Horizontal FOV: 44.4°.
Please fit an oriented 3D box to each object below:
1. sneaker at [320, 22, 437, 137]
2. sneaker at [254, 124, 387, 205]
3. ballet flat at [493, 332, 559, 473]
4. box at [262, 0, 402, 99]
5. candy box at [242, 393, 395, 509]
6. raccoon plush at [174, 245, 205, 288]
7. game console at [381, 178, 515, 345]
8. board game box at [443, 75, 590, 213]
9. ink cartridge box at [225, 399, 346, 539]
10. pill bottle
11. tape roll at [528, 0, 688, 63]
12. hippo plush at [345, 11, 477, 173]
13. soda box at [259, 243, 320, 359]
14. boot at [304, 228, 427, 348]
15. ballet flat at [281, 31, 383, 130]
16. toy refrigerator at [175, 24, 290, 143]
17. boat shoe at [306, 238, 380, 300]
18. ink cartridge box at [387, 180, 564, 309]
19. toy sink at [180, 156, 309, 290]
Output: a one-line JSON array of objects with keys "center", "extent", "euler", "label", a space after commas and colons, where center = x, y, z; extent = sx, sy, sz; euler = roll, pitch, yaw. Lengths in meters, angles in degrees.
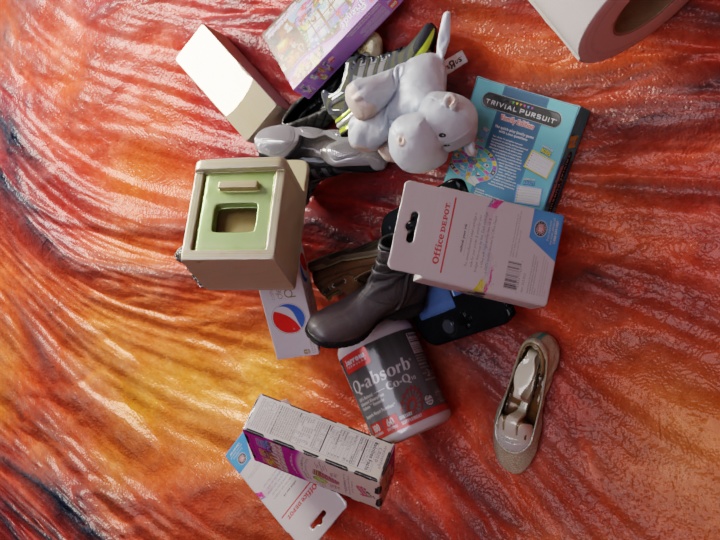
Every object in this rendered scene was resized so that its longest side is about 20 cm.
[{"center": [0.024, -0.279, 1.236], "extent": [0.200, 0.074, 0.081], "euler": [-41, 92, 14], "label": "sneaker"}, {"center": [-0.059, -0.147, 1.311], "extent": [0.199, 0.076, 0.114], "euler": [9, 127, 8], "label": "sneaker"}, {"center": [0.210, 0.177, 1.166], "extent": [0.067, 0.062, 0.201], "euler": [16, 100, 29], "label": "ballet flat"}, {"center": [-0.045, -0.367, 1.284], "extent": [0.200, 0.039, 0.137], "euler": [-43, 55, 20], "label": "box"}, {"center": [-0.054, 0.251, 1.216], "extent": [0.199, 0.137, 0.061], "euler": [20, 63, 11], "label": "candy box"}, {"center": [-0.203, -0.061, 1.328], "extent": [0.097, 0.134, 0.200], "euler": [43, 146, 4], "label": "raccoon plush"}, {"center": [0.112, -0.006, 1.192], "extent": [0.177, 0.031, 0.201], "euler": [-26, 84, 54], "label": "game console"}, {"center": [0.197, -0.139, 1.172], "extent": [0.151, 0.047, 0.201], "euler": [24, 103, 28], "label": "board game box"}, {"center": [-0.098, 0.310, 1.340], "extent": [0.200, 0.068, 0.115], "euler": [45, 112, 22], "label": "ink cartridge box"}, {"center": [0.037, 0.137, 1.236], "extent": [0.116, 0.116, 0.200], "euler": [-31, 76, 28], "label": "pill bottle"}, {"center": [0.295, -0.360, 1.018], "extent": [0.203, 0.202, 0.139], "euler": [-42, 71, 25], "label": "tape roll"}, {"center": [0.092, -0.192, 1.150], "extent": [0.200, 0.159, 0.161], "euler": [-34, 49, -1], "label": "hippo plush"}, {"center": [-0.109, 0.028, 1.297], "extent": [0.068, 0.064, 0.201], "euler": [-9, 112, 8], "label": "soda box"}, {"center": [0.017, 0.014, 1.137], "extent": [0.070, 0.200, 0.132], "euler": [40, 136, 30], "label": "boot"}, {"center": [-0.038, -0.270, 1.300], "extent": [0.200, 0.057, 0.067], "euler": [-46, 67, 23], "label": "ballet flat"}, {"center": [-0.196, -0.290, 1.389], "extent": [0.076, 0.070, 0.200], "euler": [-48, 70, 15], "label": "toy refrigerator"}, {"center": [0.000, 0.000, 1.261], "extent": [0.200, 0.072, 0.068], "euler": [-12, 98, 59], "label": "boat shoe"}, {"center": [0.136, -0.031, 1.085], "extent": [0.199, 0.068, 0.116], "euler": [13, 84, -4], "label": "ink cartridge box"}, {"center": [-0.152, -0.085, 1.190], "extent": [0.130, 0.112, 0.201], "euler": [0, 66, 13], "label": "toy sink"}]
